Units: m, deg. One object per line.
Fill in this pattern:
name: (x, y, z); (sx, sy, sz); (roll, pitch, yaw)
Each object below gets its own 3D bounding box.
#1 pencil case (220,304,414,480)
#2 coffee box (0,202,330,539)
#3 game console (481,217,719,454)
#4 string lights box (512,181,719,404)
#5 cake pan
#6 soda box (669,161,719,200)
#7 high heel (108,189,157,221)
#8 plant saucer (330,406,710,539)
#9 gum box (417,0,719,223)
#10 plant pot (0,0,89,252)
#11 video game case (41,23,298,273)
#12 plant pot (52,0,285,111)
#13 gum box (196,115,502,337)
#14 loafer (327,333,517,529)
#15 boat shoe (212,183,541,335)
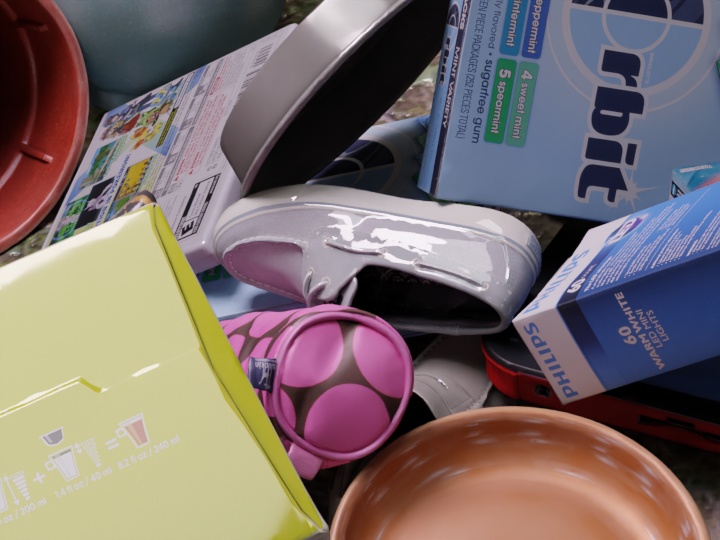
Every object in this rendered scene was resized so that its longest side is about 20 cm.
pencil case: (-0.045, 0.068, 1.540); (0.200, 0.090, 0.094); (168, 121, -72)
coffee box: (-0.144, 0.124, 1.403); (0.199, 0.198, 0.201); (-24, 66, -12)
game console: (0.183, 0.031, 1.581); (0.199, 0.031, 0.177); (15, 41, 21)
string lights box: (0.186, -0.003, 1.466); (0.199, 0.059, 0.103); (-21, 18, 42)
cake pan: (-0.009, -0.119, 1.643); (0.037, 0.200, 0.200); (45, 59, 9)
soda box: (0.275, -0.029, 1.589); (0.199, 0.069, 0.064); (-10, 33, -18)
high heel: (-0.113, 0.064, 1.565); (0.071, 0.201, 0.142); (11, 6, -44)
plant saucer: (0.082, 0.158, 1.439); (0.199, 0.038, 0.201); (0, 48, 0)
gum box: (0.145, -0.114, 1.597); (0.199, 0.171, 0.045); (7, 8, -15)
plant pot: (-0.316, -0.122, 1.874); (0.200, 0.202, 0.195); (-34, 31, -24)
video game case: (-0.126, -0.054, 1.762); (0.182, 0.022, 0.201); (-21, 35, 38)
plant pot: (-0.137, -0.185, 1.905); (0.199, 0.135, 0.200); (-3, 21, 1)
gum box: (-0.013, -0.020, 1.716); (0.199, 0.045, 0.170); (-10, 36, 12)
loafer: (0.036, 0.087, 1.555); (0.069, 0.070, 0.200); (4, 40, 24)
boat shoe: (0.001, 0.001, 1.581); (0.200, 0.070, 0.072); (4, 47, 23)
